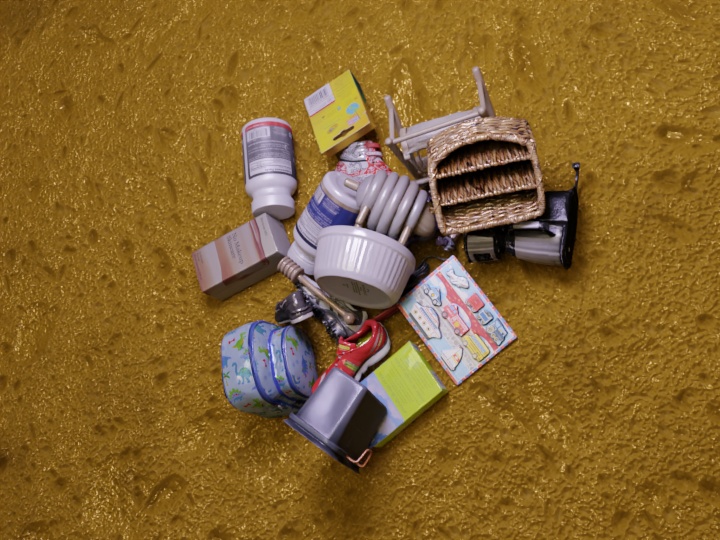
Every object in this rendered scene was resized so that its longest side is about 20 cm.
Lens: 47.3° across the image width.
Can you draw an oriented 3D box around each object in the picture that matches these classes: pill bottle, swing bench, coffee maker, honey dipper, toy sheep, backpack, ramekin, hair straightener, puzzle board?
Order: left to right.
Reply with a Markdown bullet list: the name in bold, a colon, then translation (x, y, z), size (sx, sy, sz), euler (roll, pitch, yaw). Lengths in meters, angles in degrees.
- **pill bottle**: translation (-0.198, -0.219, 1.797), size (0.114, 0.116, 0.203), euler (-12, 72, 19)
- **backpack**: translation (-0.178, 0.189, 1.629), size (0.145, 0.199, 0.186), euler (-19, 69, 23)
- **honey dipper**: translation (-0.088, 0.044, 1.651), size (0.199, 0.038, 0.038), euler (40, 93, 22)
- **pill bottle**: translation (-0.070, -0.092, 1.690), size (0.111, 0.110, 0.201), euler (48, 120, 26)
- **ramekin**: translation (0.000, 0.000, 1.582), size (0.199, 0.203, 0.096), euler (9, 69, 24)
- **toy sheep**: translation (0.056, -0.124, 1.579), size (0.198, 0.138, 0.139), euler (27, 87, -3)
- **hair straightener**: translation (0.093, 0.024, 1.650), size (0.199, 0.041, 0.078), euler (-35, 65, 15)
- **swing bench**: translation (0.170, -0.255, 1.595), size (0.196, 0.201, 0.131), euler (-15, 50, 19)
- **puzzle board**: translation (0.183, 0.095, 1.589), size (0.150, 0.017, 0.201), euler (-40, 75, 9)
- **coffee maker**: translation (0.306, -0.101, 1.560), size (0.197, 0.136, 0.194), euler (5, 52, 23)

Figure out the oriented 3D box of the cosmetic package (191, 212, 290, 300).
- **cosmetic package**: translation (-0.255, -0.028, 1.787), size (0.198, 0.087, 0.105), euler (-28, 66, 14)

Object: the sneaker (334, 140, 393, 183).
- **sneaker**: translation (0.038, -0.211, 1.721), size (0.199, 0.067, 0.110), euler (14, 85, 28)

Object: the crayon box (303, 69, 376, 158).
- **crayon box**: translation (-0.043, -0.327, 1.759), size (0.126, 0.051, 0.202), euler (-30, 45, 14)

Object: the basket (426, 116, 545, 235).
- **basket**: translation (0.220, -0.175, 1.463), size (0.197, 0.144, 0.150), euler (-9, 45, 11)

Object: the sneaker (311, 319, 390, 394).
- **sneaker**: translation (-0.030, 0.172, 1.615), size (0.200, 0.085, 0.077), euler (-45, 40, -16)

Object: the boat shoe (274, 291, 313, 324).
- **boat shoe**: translation (-0.138, 0.072, 1.662), size (0.066, 0.200, 0.058), euler (-20, 92, -16)

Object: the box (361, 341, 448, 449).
- **box**: translation (0.058, 0.249, 1.603), size (0.199, 0.048, 0.123), euler (-41, 64, 10)

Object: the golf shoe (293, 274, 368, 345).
- **golf shoe**: translation (-0.063, 0.062, 1.700), size (0.094, 0.078, 0.200), euler (-38, 65, -11)

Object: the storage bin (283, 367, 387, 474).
- **storage bin**: translation (-0.027, 0.275, 1.507), size (0.144, 0.200, 0.135), euler (30, 80, 27)

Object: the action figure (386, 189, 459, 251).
- **action figure**: translation (0.138, -0.088, 1.648), size (0.197, 0.069, 0.132), euler (-22, 60, 12)
